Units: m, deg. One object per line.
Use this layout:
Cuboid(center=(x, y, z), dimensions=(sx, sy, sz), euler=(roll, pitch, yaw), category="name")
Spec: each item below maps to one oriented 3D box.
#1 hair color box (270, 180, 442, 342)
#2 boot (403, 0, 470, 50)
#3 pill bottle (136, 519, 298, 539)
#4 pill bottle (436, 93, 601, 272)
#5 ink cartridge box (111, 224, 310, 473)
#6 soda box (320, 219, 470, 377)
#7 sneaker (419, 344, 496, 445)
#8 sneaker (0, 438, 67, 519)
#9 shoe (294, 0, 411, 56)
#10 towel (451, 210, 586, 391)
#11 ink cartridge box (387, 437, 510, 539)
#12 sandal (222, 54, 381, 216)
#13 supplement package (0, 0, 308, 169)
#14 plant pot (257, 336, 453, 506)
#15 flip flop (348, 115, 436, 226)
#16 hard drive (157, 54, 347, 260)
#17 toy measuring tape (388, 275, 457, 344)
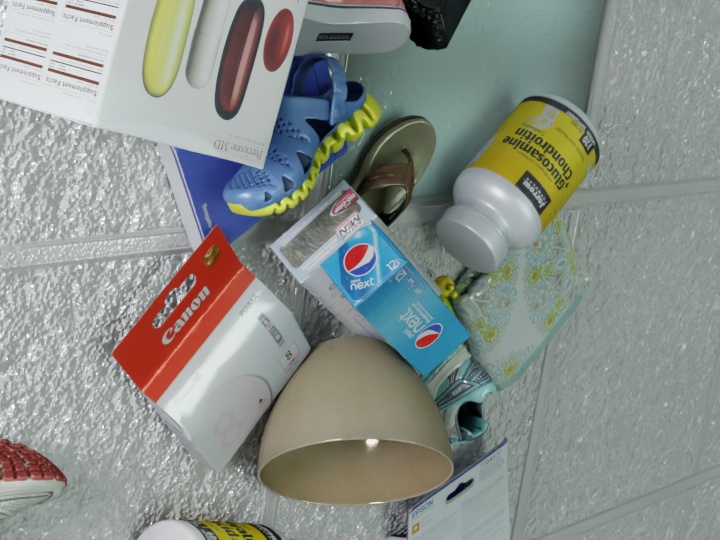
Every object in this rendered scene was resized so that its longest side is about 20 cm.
Cuboid(center=(0.000, 0.000, 1.448), dimensions=(0.099, 0.061, 0.200), euler=(-42, 148, 1), category="hair color box")
Cuboid(center=(0.106, -0.295, 1.476), dimensions=(0.200, 0.076, 0.169), euler=(38, 73, -43), category="boot")
Cuboid(center=(-0.130, 0.310, 1.438), dimensions=(0.200, 0.111, 0.112), euler=(16, 93, -52), category="pill bottle")
Cuboid(center=(0.175, -0.096, 1.605), dimensions=(0.200, 0.112, 0.112), euler=(-50, 137, -23), category="pill bottle")
Cuboid(center=(-0.135, 0.079, 1.362), dimensions=(0.163, 0.057, 0.200), euler=(-53, 151, -19), category="ink cartridge box")
Cuboid(center=(0.038, 0.031, 1.407), dimensions=(0.068, 0.064, 0.200), euler=(-41, 147, 1), category="soda box")
Cuboid(center=(0.095, 0.175, 1.629), dimensions=(0.078, 0.086, 0.201), euler=(-33, 153, -39), category="sneaker")
Cuboid(center=(-0.338, 0.194, 1.183), dimensions=(0.199, 0.078, 0.083), euler=(-8, 116, -37), category="sneaker")
Cuboid(center=(-0.052, -0.254, 1.326), dimensions=(0.199, 0.072, 0.091), euler=(-3, 65, -25), category="shoe")
Cuboid(center=(0.194, 0.026, 1.747), dimensions=(0.200, 0.048, 0.172), euler=(-48, 133, -25), category="towel")
Cuboid(center=(0.114, 0.328, 1.785), dimensions=(0.199, 0.040, 0.201), euler=(-27, 125, -40), category="ink cartridge box")
Cuboid(center=(-0.063, -0.128, 1.320), dimensions=(0.200, 0.079, 0.087), euler=(-52, 135, -34), category="sandal")
Cuboid(center=(-0.162, -0.207, 1.148), dimensions=(0.191, 0.147, 0.201), euler=(9, 98, -51), category="supplement package")
Cuboid(center=(-0.007, 0.147, 1.475), dimensions=(0.200, 0.199, 0.135), euler=(35, 45, -50), category="plant pot")
Cuboid(center=(0.018, -0.076, 1.484), dimensions=(0.200, 0.057, 0.081), euler=(-48, 132, -20), category="flip flop")
Cuboid(center=(-0.097, -0.119, 1.358), dimensions=(0.200, 0.025, 0.132), euler=(-41, 133, -31), category="hard drive")
Cuboid(center=(0.049, 0.083, 1.582), dimensions=(0.200, 0.073, 0.074), euler=(-51, 138, -22), category="toy measuring tape")
